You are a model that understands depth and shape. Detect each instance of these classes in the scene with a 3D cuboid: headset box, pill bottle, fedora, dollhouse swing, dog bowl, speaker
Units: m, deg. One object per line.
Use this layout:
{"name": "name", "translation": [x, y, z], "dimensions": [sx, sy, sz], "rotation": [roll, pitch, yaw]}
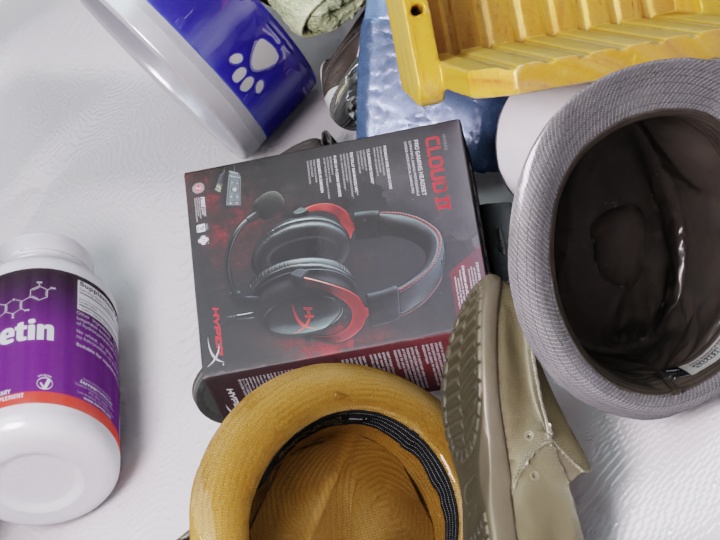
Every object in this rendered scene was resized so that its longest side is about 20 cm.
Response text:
{"name": "headset box", "translation": [0.000, 0.000, 1.288], "dimensions": [0.198, 0.075, 0.150], "rotation": [-10, 60, 5]}
{"name": "pill bottle", "translation": [-0.224, 0.070, 1.462], "dimensions": [0.112, 0.112, 0.201], "rotation": [-29, 42, 20]}
{"name": "fedora", "translation": [-0.013, 0.154, 1.195], "dimensions": [0.082, 0.199, 0.202], "rotation": [127, 162, -58]}
{"name": "dollhouse swing", "translation": [0.121, -0.188, 1.255], "dimensions": [0.198, 0.176, 0.184], "rotation": [-10, 85, -6]}
{"name": "fedora", "translation": [0.152, -0.023, 1.161], "dimensions": [0.175, 0.202, 0.090], "rotation": [-18, 17, -13]}
{"name": "dog bowl", "translation": [-0.126, -0.178, 1.520], "dimensions": [0.079, 0.200, 0.200], "rotation": [-45, 39, -4]}
{"name": "speaker", "translation": [0.180, -0.075, 1.251], "dimensions": [0.199, 0.081, 0.082], "rotation": [2, 58, 44]}

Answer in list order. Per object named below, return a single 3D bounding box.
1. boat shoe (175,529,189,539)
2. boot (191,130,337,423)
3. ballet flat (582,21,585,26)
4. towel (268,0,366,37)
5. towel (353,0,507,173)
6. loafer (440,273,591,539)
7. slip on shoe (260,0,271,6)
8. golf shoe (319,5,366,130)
{"name": "boat shoe", "translation": [-0.104, 0.194, 1.288], "dimensions": [0.201, 0.060, 0.072], "rotation": [-31, 41, 18]}
{"name": "boot", "translation": [-0.059, 0.002, 1.417], "dimensions": [0.200, 0.069, 0.174], "rotation": [-40, 37, -9]}
{"name": "ballet flat", "translation": [0.176, -0.212, 1.387], "dimensions": [0.074, 0.074, 0.202], "rotation": [8, 72, 45]}
{"name": "towel", "translation": [-0.008, -0.261, 1.463], "dimensions": [0.200, 0.037, 0.148], "rotation": [-38, 67, -16]}
{"name": "towel", "translation": [0.055, -0.165, 1.388], "dimensions": [0.111, 0.049, 0.202], "rotation": [5, 89, 15]}
{"name": "loafer", "translation": [0.089, 0.101, 1.169], "dimensions": [0.076, 0.067, 0.202], "rotation": [132, 139, -65]}
{"name": "slip on shoe", "translation": [0.012, -0.224, 1.501], "dimensions": [0.198, 0.075, 0.061], "rotation": [-10, 22, 2]}
{"name": "golf shoe", "translation": [0.045, -0.183, 1.470], "dimensions": [0.200, 0.078, 0.095], "rotation": [-42, 39, 3]}
